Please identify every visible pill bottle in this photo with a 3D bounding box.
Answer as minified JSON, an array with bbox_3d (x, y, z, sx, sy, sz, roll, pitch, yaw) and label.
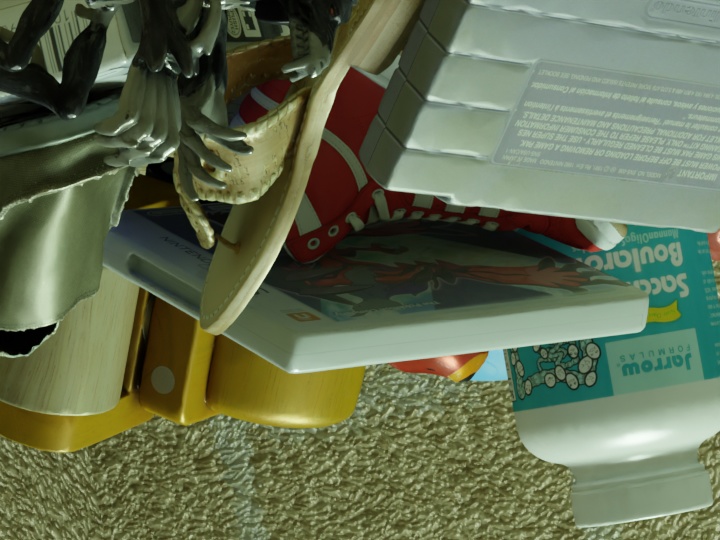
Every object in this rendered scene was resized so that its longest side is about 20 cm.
[{"bbox_3d":[0.123,0.023,1.409,0.111,0.200,0.111,-10,177,-1],"label":"pill bottle"}]

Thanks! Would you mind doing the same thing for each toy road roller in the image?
[{"bbox_3d":[-0.081,0.023,1.416,0.146,0.123,0.200,18,-163,25],"label":"toy road roller"}]

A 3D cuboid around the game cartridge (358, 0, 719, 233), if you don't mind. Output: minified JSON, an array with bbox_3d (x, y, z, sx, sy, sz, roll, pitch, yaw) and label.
[{"bbox_3d":[0.105,-0.078,1.095,0.200,0.038,0.130,6,126,-34],"label":"game cartridge"}]

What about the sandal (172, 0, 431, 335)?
[{"bbox_3d":[-0.044,-0.069,1.106,0.070,0.078,0.212,21,127,-18],"label":"sandal"}]

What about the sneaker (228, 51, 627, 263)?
[{"bbox_3d":[0.023,-0.037,1.305,0.200,0.113,0.071,33,-169,-28],"label":"sneaker"}]

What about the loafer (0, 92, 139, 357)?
[{"bbox_3d":[-0.128,-0.015,1.188,0.075,0.070,0.200,-19,169,-21],"label":"loafer"}]

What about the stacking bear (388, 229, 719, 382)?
[{"bbox_3d":[0.091,-0.011,1.523,0.200,0.114,0.121,-30,175,3],"label":"stacking bear"}]

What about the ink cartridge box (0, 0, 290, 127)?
[{"bbox_3d":[-0.136,-0.084,1.199,0.198,0.043,0.200,-13,180,26],"label":"ink cartridge box"}]

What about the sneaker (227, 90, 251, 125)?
[{"bbox_3d":[-0.065,-0.072,1.398,0.075,0.082,0.200,-11,180,-34],"label":"sneaker"}]

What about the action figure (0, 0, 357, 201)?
[{"bbox_3d":[-0.068,-0.076,0.958,0.200,0.102,0.119,-11,167,18],"label":"action figure"}]

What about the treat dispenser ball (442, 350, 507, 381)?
[{"bbox_3d":[0.073,-0.035,1.672,0.201,0.201,0.201,-12,179,0],"label":"treat dispenser ball"}]

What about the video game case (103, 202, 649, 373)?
[{"bbox_3d":[0.000,0.000,1.308,0.200,0.023,0.182,-5,-160,-36],"label":"video game case"}]
